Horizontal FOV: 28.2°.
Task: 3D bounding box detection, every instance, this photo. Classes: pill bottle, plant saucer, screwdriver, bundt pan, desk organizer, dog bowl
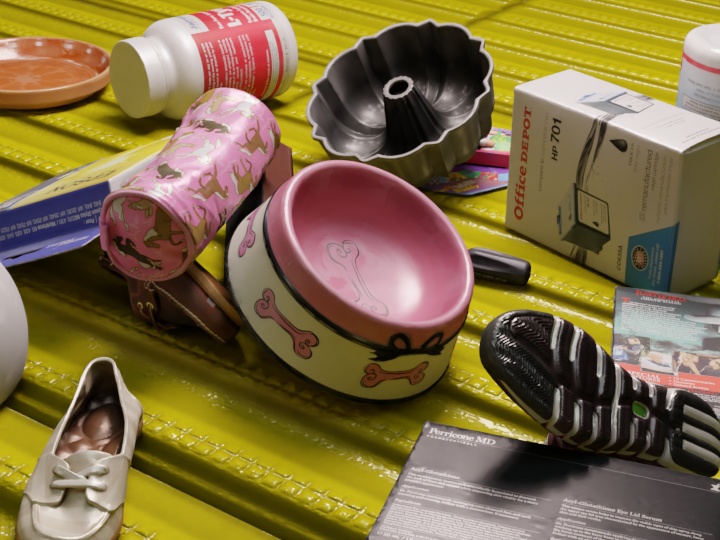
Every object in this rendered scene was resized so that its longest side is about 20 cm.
[{"bbox_3d":[-0.177,-0.233,1.609,0.199,0.114,0.112,-20,34,-37],"label":"pill bottle"},{"bbox_3d":[0.340,-0.117,1.321,0.107,0.202,0.109,2,26,-1],"label":"pill bottle"},{"bbox_3d":[-0.388,-0.229,1.676,0.197,0.033,0.201,1,26,-1],"label":"plant saucer"},{"bbox_3d":[0.060,-0.018,1.297,0.198,0.028,0.029,14,-2,24],"label":"screwdriver"},{"bbox_3d":[0.048,-0.161,1.464,0.199,0.076,0.204,-12,48,14],"label":"bundt pan"},{"bbox_3d":[-0.070,-0.043,1.258,0.076,0.072,0.201,26,22,-16],"label":"desk organizer"},{"bbox_3d":[0.000,0.000,1.100,0.198,0.074,0.202,20,42,-19],"label":"dog bowl"}]

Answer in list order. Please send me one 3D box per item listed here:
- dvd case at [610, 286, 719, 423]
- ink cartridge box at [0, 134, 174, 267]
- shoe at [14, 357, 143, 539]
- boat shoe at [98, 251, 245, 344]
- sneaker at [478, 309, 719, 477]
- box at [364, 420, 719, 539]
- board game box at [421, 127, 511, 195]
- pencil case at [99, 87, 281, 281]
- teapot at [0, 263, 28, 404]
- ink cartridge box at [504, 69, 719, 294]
[{"bbox_3d":[0.271,0.072,1.139,0.144,0.022,0.200,6,28,8],"label":"dvd case"},{"bbox_3d":[-0.253,-0.057,1.242,0.196,0.047,0.200,-12,14,34],"label":"ink cartridge box"},{"bbox_3d":[-0.186,0.126,0.951,0.069,0.054,0.201,2,26,0],"label":"shoe"},{"bbox_3d":[-0.156,0.016,1.175,0.070,0.071,0.200,-44,35,-6],"label":"boat shoe"},{"bbox_3d":[0.135,0.102,0.950,0.199,0.115,0.076,29,55,-23],"label":"sneaker"},{"bbox_3d":[0.113,0.173,0.856,0.198,0.080,0.141,10,30,16],"label":"box"},{"bbox_3d":[0.116,-0.136,1.520,0.198,0.039,0.158,-15,31,-30],"label":"board game box"},{"bbox_3d":[-0.135,-0.072,1.149,0.086,0.083,0.201,-30,17,33],"label":"pencil case"},{"bbox_3d":[-0.337,0.022,1.046,0.197,0.148,0.198,10,27,12],"label":"teapot"},{"bbox_3d":[0.231,-0.081,1.301,0.085,0.148,0.199,-22,34,-37],"label":"ink cartridge box"}]
